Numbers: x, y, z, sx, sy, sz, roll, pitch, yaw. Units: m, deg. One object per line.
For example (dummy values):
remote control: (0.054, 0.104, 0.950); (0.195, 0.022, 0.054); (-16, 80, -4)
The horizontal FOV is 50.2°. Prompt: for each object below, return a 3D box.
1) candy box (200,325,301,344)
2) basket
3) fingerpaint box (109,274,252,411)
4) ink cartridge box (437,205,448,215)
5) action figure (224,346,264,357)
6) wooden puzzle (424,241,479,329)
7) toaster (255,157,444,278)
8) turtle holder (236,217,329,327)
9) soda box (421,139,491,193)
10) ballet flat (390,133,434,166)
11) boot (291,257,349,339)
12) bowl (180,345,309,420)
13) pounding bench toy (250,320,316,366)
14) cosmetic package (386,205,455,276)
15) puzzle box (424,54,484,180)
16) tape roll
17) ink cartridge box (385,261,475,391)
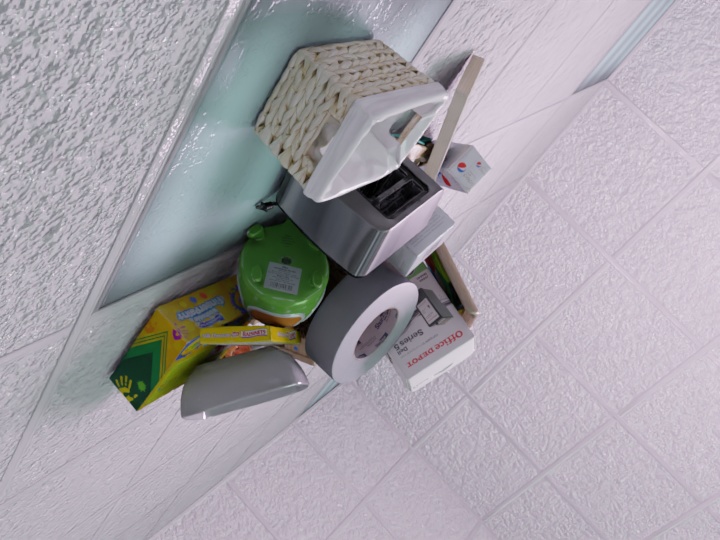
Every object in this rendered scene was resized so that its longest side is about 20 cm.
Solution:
candy box: (-0.157, 0.098, 1.138); (0.101, 0.027, 0.200); (-5, 173, 7)
basket: (-0.010, -0.185, 0.903); (0.136, 0.123, 0.200); (-52, 169, 34)
fingerpaint box: (-0.265, 0.106, 1.186); (0.167, 0.073, 0.200); (-49, 170, 29)
ink cartridge box: (0.068, -0.115, 1.431); (0.084, 0.145, 0.200); (-49, 169, 17)
action figure: (-0.265, 0.189, 1.451); (0.194, 0.104, 0.200); (-52, 169, 3)
wooden puzzle: (0.157, 0.016, 1.396); (0.037, 0.186, 0.200); (-25, 166, 0)
toaster: (-0.007, -0.106, 1.086); (0.200, 0.181, 0.119); (-38, 165, -39)
turtle holder: (-0.127, 0.001, 1.173); (0.140, 0.186, 0.132); (-11, 145, -25)
soda box: (0.173, -0.204, 1.487); (0.068, 0.064, 0.200); (-44, -160, -3)
ballet flat: (0.085, -0.204, 1.344); (0.200, 0.070, 0.066); (-17, 122, -66)
boot: (-0.038, 0.031, 1.257); (0.107, 0.075, 0.201); (-11, 142, -55)
bowl: (-0.185, 0.176, 1.219); (0.198, 0.075, 0.200); (-14, 170, -4)
pounding bench toy: (-0.131, 0.050, 1.406); (0.124, 0.199, 0.157); (-36, 135, -49)
cosmetic package: (0.040, -0.100, 1.223); (0.101, 0.200, 0.071); (-38, 168, -30)
puzzle box: (0.160, -0.261, 1.346); (0.134, 0.025, 0.201); (-65, 176, -45)
tape roll: (0.003, 0.083, 1.239); (0.200, 0.066, 0.201); (-40, 153, -25)
ink cartridge box: (0.094, 0.090, 1.376); (0.145, 0.201, 0.084); (-31, 156, -6)
